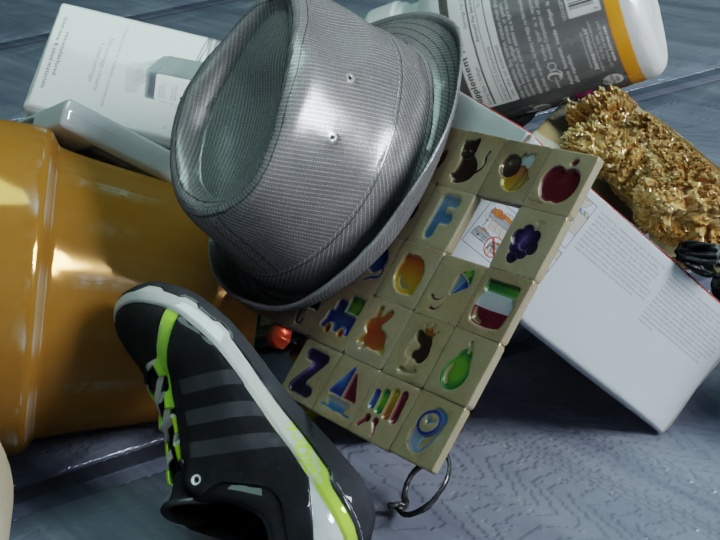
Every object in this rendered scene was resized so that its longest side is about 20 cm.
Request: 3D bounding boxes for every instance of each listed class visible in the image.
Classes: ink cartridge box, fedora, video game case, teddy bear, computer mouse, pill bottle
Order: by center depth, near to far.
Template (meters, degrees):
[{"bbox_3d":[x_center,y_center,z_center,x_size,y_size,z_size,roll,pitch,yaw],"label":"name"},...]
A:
[{"bbox_3d":[-0.038,-0.081,0.777,0.176,0.090,0.202,1,63,47],"label":"fedora"},{"bbox_3d":[0.100,-0.019,0.847,0.084,0.199,0.176,-51,30,4],"label":"ink cartridge box"},{"bbox_3d":[0.228,0.013,0.855,0.058,0.034,0.199,14,-2,32],"label":"computer mouse"},{"bbox_3d":[0.196,-0.058,0.937,0.144,0.067,0.200,25,19,-37],"label":"teddy bear"},{"bbox_3d":[-0.114,-0.098,0.992,0.198,0.086,0.146,15,-16,4],"label":"ink cartridge box"},{"bbox_3d":[-0.162,-0.051,0.997,0.199,0.023,0.181,27,-20,-33],"label":"video game case"},{"bbox_3d":[0.110,-0.169,1.021,0.198,0.117,0.117,-14,20,20],"label":"pill bottle"}]

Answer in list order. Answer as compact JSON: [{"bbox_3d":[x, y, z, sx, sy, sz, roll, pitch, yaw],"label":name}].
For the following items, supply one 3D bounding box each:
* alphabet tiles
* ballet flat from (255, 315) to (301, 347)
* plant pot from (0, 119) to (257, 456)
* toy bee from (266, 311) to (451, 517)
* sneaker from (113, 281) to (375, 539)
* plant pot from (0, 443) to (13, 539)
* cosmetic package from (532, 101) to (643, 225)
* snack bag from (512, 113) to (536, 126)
[{"bbox_3d":[0.017,0.000,0.737,0.199,0.008,0.168,19,78,53],"label":"alphabet tiles"},{"bbox_3d":[0.000,0.000,0.999,0.198,0.073,0.072,-11,24,-10],"label":"ballet flat"},{"bbox_3d":[-0.160,0.017,0.877,0.181,0.202,0.200,6,21,-13],"label":"plant pot"},{"bbox_3d":[0.001,0.041,0.829,0.132,0.108,0.200,-55,15,-2],"label":"toy bee"},{"bbox_3d":[-0.077,0.088,0.737,0.083,0.072,0.200,-35,65,-27],"label":"sneaker"},{"bbox_3d":[-0.231,0.166,0.576,0.185,0.189,0.201,-10,38,-9],"label":"plant pot"},{"bbox_3d":[0.159,-0.061,1.036,0.105,0.071,0.200,40,35,3],"label":"cosmetic package"},{"bbox_3d":[0.038,-0.096,1.157,0.198,0.022,0.189,-17,1,0],"label":"snack bag"}]
